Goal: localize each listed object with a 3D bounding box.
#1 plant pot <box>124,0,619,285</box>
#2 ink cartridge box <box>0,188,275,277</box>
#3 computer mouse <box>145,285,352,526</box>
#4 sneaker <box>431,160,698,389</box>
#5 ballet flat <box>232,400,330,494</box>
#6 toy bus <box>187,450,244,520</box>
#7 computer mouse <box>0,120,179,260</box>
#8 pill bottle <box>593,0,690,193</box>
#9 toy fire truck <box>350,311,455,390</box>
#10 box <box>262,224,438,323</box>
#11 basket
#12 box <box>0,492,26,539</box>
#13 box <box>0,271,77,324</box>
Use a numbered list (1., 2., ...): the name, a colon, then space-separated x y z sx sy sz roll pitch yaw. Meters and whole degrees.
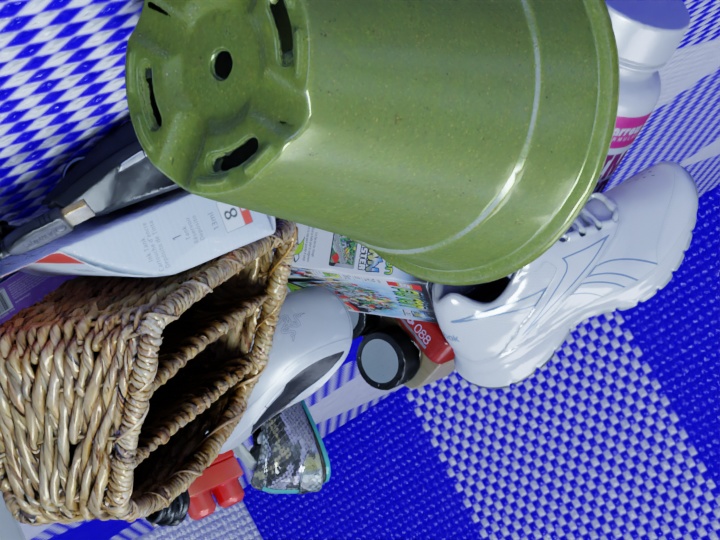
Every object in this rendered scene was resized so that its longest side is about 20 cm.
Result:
1. plant pot: -0.009 -0.095 1.011 0.200 0.201 0.189 -34 157 35
2. ink cartridge box: -0.169 -0.005 1.213 0.199 0.050 0.162 -28 -166 -26
3. computer mouse: -0.094 0.078 1.375 0.200 0.110 0.044 -40 149 11
4. sneaker: 0.134 -0.007 1.342 0.200 0.075 0.087 -38 130 -4
5. ballet flat: -0.080 0.067 1.429 0.072 0.201 0.072 -15 150 -9
6. toy bus: -0.136 0.097 1.651 0.199 0.193 0.136 -25 170 -33
7. computer mouse: -0.142 -0.055 1.153 0.199 0.046 0.140 -20 -172 -1
8. pill bottle: 0.130 -0.108 1.378 0.113 0.113 0.200 -19 145 -50
9. toy fire truck: 0.040 -0.028 1.573 0.200 0.176 0.128 -49 162 31
10. box: 0.000 0.000 1.408 0.109 0.035 0.200 8 172 6
11. basket: -0.119 0.070 1.250 0.148 0.143 0.200 -11 -168 25
12. box: -0.324 0.214 1.334 0.199 0.098 0.124 -20 167 -30
13. box: -0.155 -0.012 1.433 0.199 0.039 0.137 -31 173 16
